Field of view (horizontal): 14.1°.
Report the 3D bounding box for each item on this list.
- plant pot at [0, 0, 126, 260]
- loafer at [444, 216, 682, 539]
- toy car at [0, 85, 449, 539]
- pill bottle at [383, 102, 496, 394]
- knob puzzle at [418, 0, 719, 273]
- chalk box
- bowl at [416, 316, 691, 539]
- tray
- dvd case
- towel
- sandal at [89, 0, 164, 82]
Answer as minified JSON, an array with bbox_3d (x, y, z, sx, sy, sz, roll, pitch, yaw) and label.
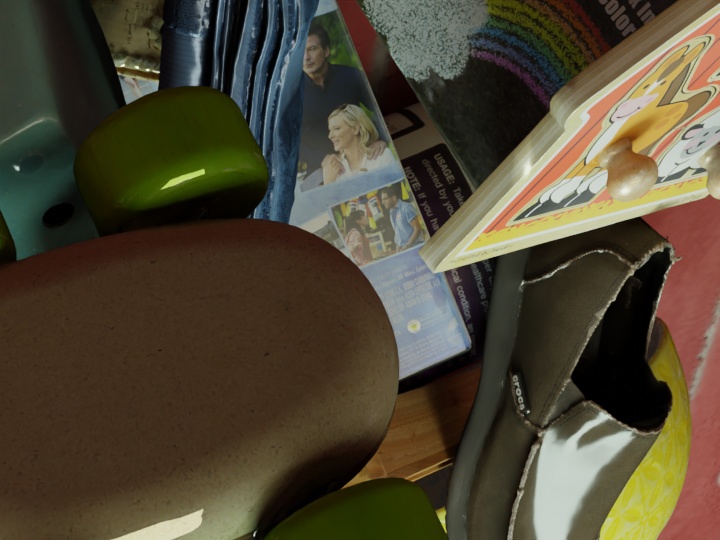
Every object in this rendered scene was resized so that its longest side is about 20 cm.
[{"bbox_3d":[-0.157,-0.074,0.936,0.141,0.200,0.141,-30,146,-1],"label":"plant pot"},{"bbox_3d":[0.086,0.063,1.180,0.073,0.071,0.200,-18,119,-46],"label":"loafer"},{"bbox_3d":[-0.075,0.072,0.883,0.158,0.164,0.200,-18,157,-18],"label":"toy car"},{"bbox_3d":[0.000,0.000,1.230,0.200,0.113,0.113,-23,146,-10],"label":"pill bottle"},{"bbox_3d":[0.139,-0.067,1.049,0.220,0.030,0.220,-30,163,-10],"label":"knob puzzle"},{"bbox_3d":[0.117,-0.129,1.099,0.200,0.125,0.124,-42,162,32],"label":"chalk box"},{"bbox_3d":[0.076,0.115,1.346,0.200,0.200,0.108,-29,102,-3],"label":"bowl"},{"bbox_3d":[-0.010,0.084,1.206,0.099,0.037,0.200,-26,176,15],"label":"tray"},{"bbox_3d":[-0.055,-0.028,1.134,0.143,0.018,0.200,-24,110,-6],"label":"dvd case"},{"bbox_3d":[-0.037,-0.086,0.971,0.048,0.112,0.200,8,108,2],"label":"towel"},{"bbox_3d":[-0.081,-0.081,1.055,0.212,0.070,0.078,-37,175,7],"label":"sandal"}]
